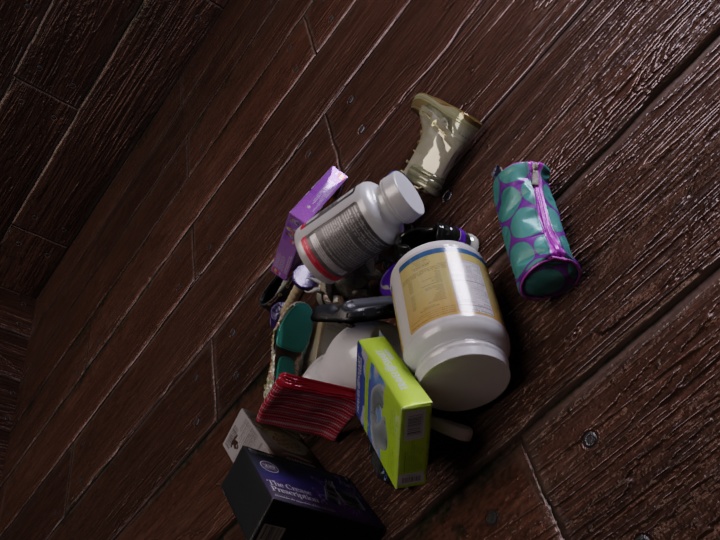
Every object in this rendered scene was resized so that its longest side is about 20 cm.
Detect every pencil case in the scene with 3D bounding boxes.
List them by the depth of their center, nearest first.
[{"bbox_3d":[0.234,-0.059,1.042,0.093,0.084,0.201,105,164,-48],"label":"pencil case"}]

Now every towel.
[{"bbox_3d":[-0.078,0.216,1.199,0.200,0.143,0.023,121,161,-56],"label":"towel"}]

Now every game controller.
[{"bbox_3d":[0.019,0.062,1.175,0.104,0.199,0.043,-13,83,41],"label":"game controller"}]

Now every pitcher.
[{"bbox_3d":[0.001,0.136,1.240,0.200,0.121,0.172,-34,22,50],"label":"pitcher"}]

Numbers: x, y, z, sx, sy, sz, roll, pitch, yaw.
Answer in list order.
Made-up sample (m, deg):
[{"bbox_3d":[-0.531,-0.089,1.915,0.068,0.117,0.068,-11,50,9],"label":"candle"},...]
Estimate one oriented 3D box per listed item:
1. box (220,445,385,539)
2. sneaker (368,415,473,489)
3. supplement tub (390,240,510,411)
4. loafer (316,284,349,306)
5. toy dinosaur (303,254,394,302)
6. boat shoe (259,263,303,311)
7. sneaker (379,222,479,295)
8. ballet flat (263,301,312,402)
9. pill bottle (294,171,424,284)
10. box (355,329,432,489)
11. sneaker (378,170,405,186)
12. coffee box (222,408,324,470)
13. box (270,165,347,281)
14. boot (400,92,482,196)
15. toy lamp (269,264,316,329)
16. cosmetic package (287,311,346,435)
[{"bbox_3d":[-0.084,0.343,1.116,0.079,0.199,0.141,-62,32,3],"label":"box"},{"bbox_3d":[0.080,0.254,1.071,0.200,0.073,0.113,-3,70,63],"label":"sneaker"},{"bbox_3d":[0.122,0.074,1.056,0.145,0.144,0.201,-43,37,31],"label":"supplement tub"},{"bbox_3d":[-0.027,-0.025,1.444,0.063,0.072,0.202,3,76,39],"label":"loafer"},{"bbox_3d":[0.000,0.000,1.338,0.200,0.102,0.077,-48,34,26],"label":"toy dinosaur"},{"bbox_3d":[-0.136,0.001,1.585,0.202,0.063,0.074,-57,29,8],"label":"boat shoe"},{"bbox_3d":[0.083,-0.023,1.226,0.200,0.099,0.070,-33,45,39],"label":"sneaker"},{"bbox_3d":[-0.131,0.149,1.319,0.064,0.075,0.201,-30,41,53],"label":"ballet flat"},{"bbox_3d":[0.000,-0.072,1.243,0.199,0.111,0.111,-33,41,23],"label":"pill bottle"},{"bbox_3d":[0.037,0.177,1.028,0.200,0.047,0.123,-128,36,-61],"label":"box"},{"bbox_3d":[0.011,-0.105,1.350,0.200,0.075,0.079,-49,61,33],"label":"sneaker"},{"bbox_3d":[-0.143,0.325,1.305,0.080,0.114,0.200,-61,32,3],"label":"coffee box"},{"bbox_3d":[-0.096,-0.082,1.412,0.137,0.039,0.200,-51,-6,-33],"label":"box"},{"bbox_3d":[0.116,-0.221,1.357,0.155,0.072,0.200,-61,31,10],"label":"boot"},{"bbox_3d":[-0.135,0.060,1.501,0.200,0.058,0.059,125,153,-51],"label":"toy lamp"},{"bbox_3d":[-0.081,0.179,1.360,0.103,0.073,0.201,-24,48,47],"label":"cosmetic package"}]
